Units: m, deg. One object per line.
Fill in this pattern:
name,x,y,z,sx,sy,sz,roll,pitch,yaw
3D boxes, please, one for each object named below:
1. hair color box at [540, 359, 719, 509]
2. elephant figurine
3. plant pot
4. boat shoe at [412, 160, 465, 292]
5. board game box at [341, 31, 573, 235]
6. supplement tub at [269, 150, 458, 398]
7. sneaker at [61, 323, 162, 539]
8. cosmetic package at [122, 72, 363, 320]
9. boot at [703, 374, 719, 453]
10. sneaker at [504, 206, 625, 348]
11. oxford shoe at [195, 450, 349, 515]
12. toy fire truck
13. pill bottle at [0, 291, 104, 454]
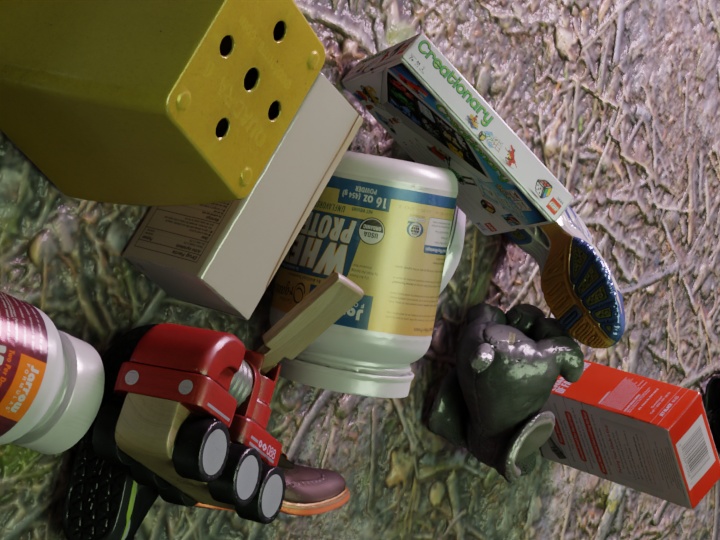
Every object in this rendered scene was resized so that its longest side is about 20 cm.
hair color box,0.265,0.161,1.749,0.064,0.200,0.111,-42,127,-29
elephant figurine,0.141,0.144,1.683,0.154,0.142,0.201,5,114,-18
plant pot,-0.145,-0.160,1.239,0.201,0.176,0.200,-62,149,-16
boat shoe,0.065,-0.070,1.587,0.066,0.070,0.201,25,81,-38
board game box,0.083,-0.115,1.498,0.200,0.126,0.035,46,69,-15
supplement tub,0.000,0.000,1.479,0.144,0.144,0.201,7,95,-46
sneaker,-0.189,0.141,1.394,0.201,0.071,0.083,-69,160,-6
cosmetic package,-0.095,-0.069,1.396,0.073,0.103,0.201,44,70,-43
boot,0.471,0.116,2.049,0.131,0.070,0.201,-15,106,-37
sneaker,0.212,-0.012,1.678,0.075,0.201,0.088,-40,155,27
oxford shoe,-0.082,0.173,1.494,0.200,0.071,0.073,11,87,-46
toy fire truck,-0.094,0.081,1.330,0.176,0.128,0.201,50,53,-59
pill bottle,-0.286,0.063,1.227,0.200,0.109,0.110,29,79,-45
